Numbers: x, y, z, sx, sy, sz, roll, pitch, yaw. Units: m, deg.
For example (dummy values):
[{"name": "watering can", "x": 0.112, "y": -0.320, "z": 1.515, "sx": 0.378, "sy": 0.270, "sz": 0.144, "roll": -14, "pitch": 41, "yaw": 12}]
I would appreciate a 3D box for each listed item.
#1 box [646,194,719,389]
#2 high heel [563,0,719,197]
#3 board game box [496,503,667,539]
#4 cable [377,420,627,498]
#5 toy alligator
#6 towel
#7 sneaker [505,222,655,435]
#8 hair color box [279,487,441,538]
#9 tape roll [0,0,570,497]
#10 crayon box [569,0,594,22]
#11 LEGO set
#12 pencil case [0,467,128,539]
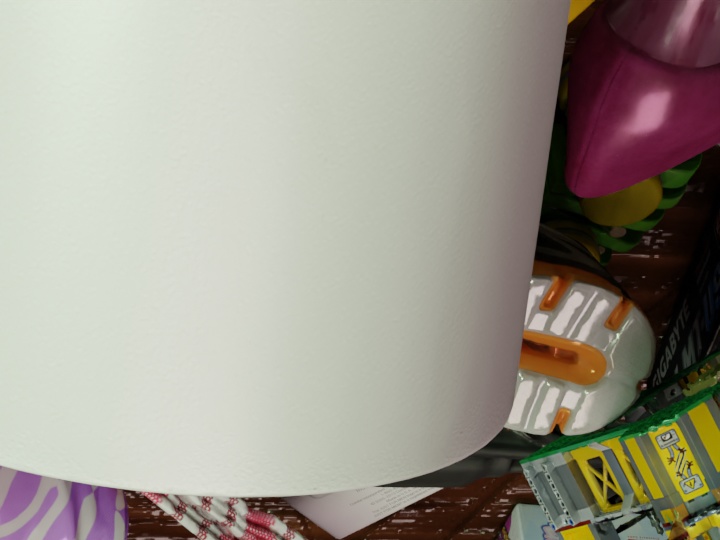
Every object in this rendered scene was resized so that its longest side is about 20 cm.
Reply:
[{"name": "box", "x": 0.230, "y": 0.007, "z": 1.174, "sx": 0.198, "sy": 0.050, "sz": 0.200, "roll": 0, "pitch": 141, "yaw": -11}, {"name": "high heel", "x": 0.131, "y": -0.077, "z": 0.974, "sx": 0.200, "sy": 0.067, "sz": 0.096, "roll": -7, "pitch": 131, "yaw": -51}, {"name": "board game box", "x": 0.135, "y": 0.185, "z": 1.394, "sx": 0.199, "sy": 0.041, "sz": 0.200, "roll": 5, "pitch": 141, "yaw": -16}, {"name": "cable", "x": 0.055, "y": 0.051, "z": 1.120, "sx": 0.199, "sy": 0.051, "sz": 0.097, "roll": 3, "pitch": 148, "yaw": -31}, {"name": "toy alligator", "x": 0.102, "y": -0.049, "z": 1.070, "sx": 0.054, "sy": 0.059, "sz": 0.200, "roll": 14, "pitch": 138, "yaw": -26}, {"name": "towel", "x": -0.097, "y": 0.052, "z": 1.119, "sx": 0.030, "sy": 0.146, "sz": 0.200, "roll": -52, "pitch": 136, "yaw": -6}, {"name": "sneaker", "x": 0.000, "y": 0.000, "z": 1.022, "sx": 0.199, "sy": 0.077, "sz": 0.078, "roll": 19, "pitch": 113, "yaw": -13}, {"name": "hair color box", "x": -0.028, "y": 0.020, "z": 1.135, "sx": 0.100, "sy": 0.061, "sz": 0.200, "roll": -28, "pitch": 138, "yaw": 21}, {"name": "tape roll", "x": -0.048, "y": -0.040, "z": 0.814, "sx": 0.202, "sy": 0.203, "sz": 0.140, "roll": 2, "pitch": 109, "yaw": -13}, {"name": "crayon box", "x": 0.033, "y": -0.169, "z": 0.902, "sx": 0.199, "sy": 0.058, "sz": 0.173, "roll": 20, "pitch": 135, "yaw": -31}, {"name": "LEGO set", "x": 0.162, "y": 0.078, "z": 1.051, "sx": 0.200, "sy": 0.116, "sz": 0.154, "roll": -28, "pitch": -179, "yaw": -34}, {"name": "pencil case", "x": -0.173, "y": 0.072, "z": 1.159, "sx": 0.084, "sy": 0.086, "sz": 0.200, "roll": -22, "pitch": 141, "yaw": 28}]
